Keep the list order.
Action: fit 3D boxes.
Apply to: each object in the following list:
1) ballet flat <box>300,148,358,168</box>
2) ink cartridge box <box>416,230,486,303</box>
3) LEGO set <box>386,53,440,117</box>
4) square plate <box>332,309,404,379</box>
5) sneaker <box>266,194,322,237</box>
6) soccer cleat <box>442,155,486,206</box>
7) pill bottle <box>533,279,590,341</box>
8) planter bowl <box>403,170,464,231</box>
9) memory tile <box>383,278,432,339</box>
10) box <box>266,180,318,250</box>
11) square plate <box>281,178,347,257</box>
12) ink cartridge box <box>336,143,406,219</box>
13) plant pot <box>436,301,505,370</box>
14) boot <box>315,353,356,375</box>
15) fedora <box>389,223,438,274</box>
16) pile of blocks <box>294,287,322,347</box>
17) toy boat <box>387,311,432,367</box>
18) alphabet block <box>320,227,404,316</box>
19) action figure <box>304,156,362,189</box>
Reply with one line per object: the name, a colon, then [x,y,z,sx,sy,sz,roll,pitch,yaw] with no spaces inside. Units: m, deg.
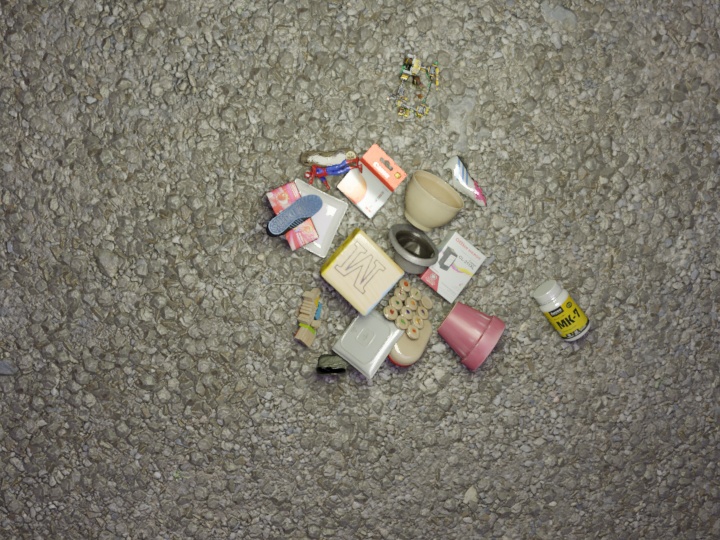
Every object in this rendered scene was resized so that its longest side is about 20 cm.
ballet flat: [-0.104,-0.376,1.717,0.196,0.046,0.069,-1,97,-4]
ink cartridge box: [0.313,-0.015,1.772,0.145,0.083,0.201,37,93,-7]
LEGO set: [0.183,-0.606,1.677,0.152,0.116,0.203,24,94,-7]
square plate: [0.020,0.229,1.725,0.197,0.028,0.201,31,80,36]
sneaker: [-0.209,-0.169,1.588,0.198,0.078,0.071,-33,96,-21]
soccer cleat: [0.353,-0.294,1.757,0.086,0.070,0.202,-32,93,10]
pill bottle: [0.705,0.139,1.805,0.114,0.114,0.201,-41,97,1]
planter bowl: [0.225,-0.217,1.702,0.198,0.201,0.136,30,121,-7]
memory tile: [0.165,0.127,1.739,0.153,0.201,0.017,41,133,-7]
box: [-0.217,-0.177,1.665,0.098,0.095,0.203,-24,98,-1]
square plate: [-0.169,-0.176,1.737,0.197,0.028,0.201,25,93,-7]
ink cartridge box: [0.040,-0.301,1.736,0.162,0.050,0.200,42,95,-8]
plant pot: [0.368,0.209,1.759,0.178,0.200,0.201,36,93,9]
boot: [-0.055,0.329,1.759,0.196,0.131,0.069,-4,97,-4]
fedora: [0.169,-0.060,1.729,0.174,0.201,0.091,-6,135,-36]
pile of blocks: [-0.181,0.158,1.774,0.061,0.082,0.204,11,86,37]
toy boat: [0.158,0.245,1.774,0.129,0.131,0.201,32,53,4]
alphabet block: [0.000,0.000,1.697,0.200,0.195,0.197,43,90,-9]
action figure: [-0.096,-0.308,1.685,0.196,0.065,0.101,-4,62,19]
